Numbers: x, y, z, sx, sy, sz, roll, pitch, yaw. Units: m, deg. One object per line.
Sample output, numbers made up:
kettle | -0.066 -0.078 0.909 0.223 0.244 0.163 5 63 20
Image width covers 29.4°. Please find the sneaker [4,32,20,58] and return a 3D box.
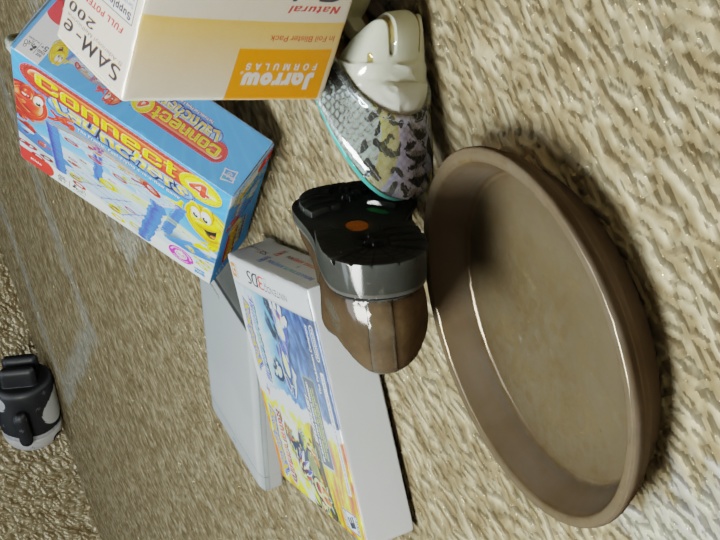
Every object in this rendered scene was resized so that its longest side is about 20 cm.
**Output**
sneaker | -0.274 -0.174 1.265 0.200 0.076 0.088 36 139 59

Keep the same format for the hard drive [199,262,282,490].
hard drive | -0.111 0.092 1.276 0.132 0.027 0.200 52 152 43

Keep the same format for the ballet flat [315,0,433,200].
ballet flat | -0.003 -0.137 0.749 0.201 0.072 0.072 66 159 13

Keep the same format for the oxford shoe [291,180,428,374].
oxford shoe | 0.000 0.000 0.771 0.200 0.072 0.085 -92 -3 -69

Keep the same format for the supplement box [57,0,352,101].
supplement box | -0.056 -0.185 0.657 0.074 0.126 0.200 43 126 38

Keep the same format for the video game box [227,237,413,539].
video game box | -0.034 0.086 1.043 0.182 0.047 0.200 -157 52 -67

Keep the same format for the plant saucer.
plant saucer | 0.090 0.031 0.695 0.200 0.029 0.200 52 152 42

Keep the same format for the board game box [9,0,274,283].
board game box | -0.175 -0.095 1.080 0.200 0.056 0.196 34 158 2

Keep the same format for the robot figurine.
robot figurine | -0.659 0.262 2.720 0.125 0.150 0.200 17 128 30
